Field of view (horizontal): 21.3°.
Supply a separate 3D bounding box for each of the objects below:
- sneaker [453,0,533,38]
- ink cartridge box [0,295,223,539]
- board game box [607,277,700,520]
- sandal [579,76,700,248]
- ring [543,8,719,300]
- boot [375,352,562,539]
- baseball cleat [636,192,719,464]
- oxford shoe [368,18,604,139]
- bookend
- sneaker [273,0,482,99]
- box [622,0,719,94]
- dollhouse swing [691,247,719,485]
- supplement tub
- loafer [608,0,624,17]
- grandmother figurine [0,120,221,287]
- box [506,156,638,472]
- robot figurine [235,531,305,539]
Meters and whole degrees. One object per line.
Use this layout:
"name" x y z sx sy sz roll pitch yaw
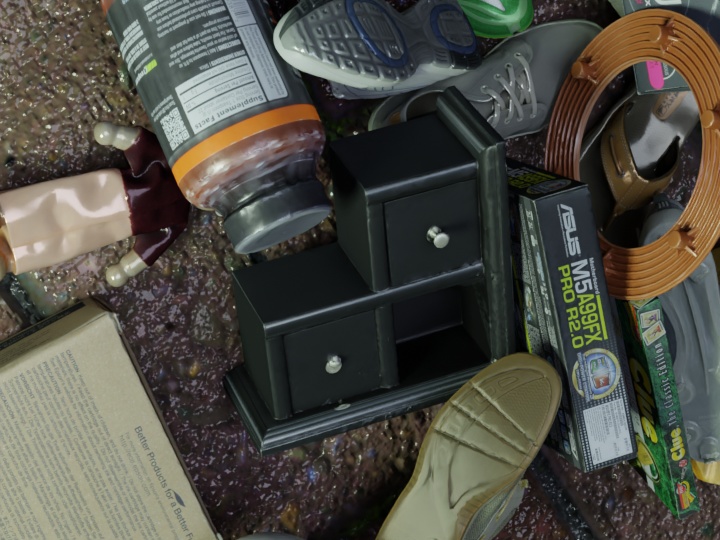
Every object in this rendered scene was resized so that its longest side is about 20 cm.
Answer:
"sneaker" 0.063 -0.248 1.342 0.074 0.084 0.201 -34 109 -10
"ink cartridge box" -0.210 0.144 1.330 0.164 0.075 0.201 -27 106 -13
"board game box" 0.203 0.079 1.407 0.023 0.105 0.201 -25 124 -12
"sandal" 0.211 -0.087 1.435 0.080 0.054 0.201 34 88 -20
"ring" 0.187 -0.081 1.317 0.019 0.200 0.202 6 98 -33
"boot" 0.091 0.139 1.380 0.072 0.155 0.201 35 103 14
"baseball cleat" 0.250 0.039 1.425 0.069 0.107 0.201 -7 112 9
"oxford shoe" 0.101 -0.126 1.392 0.199 0.058 0.076 -23 103 -15
"bookend" 0.000 0.000 1.329 0.197 0.092 0.201 -15 124 -15
"sneaker" 0.003 -0.144 1.299 0.199 0.087 0.075 -2 69 -55
"box" 0.287 -0.210 1.374 0.199 0.106 0.123 -23 106 -40
"dollhouse swing" 0.366 0.081 1.465 0.199 0.182 0.177 14 75 -20
"supplement tub" -0.090 -0.115 1.271 0.106 0.107 0.201 -22 82 -13
"loafer" 0.185 -0.260 1.396 0.063 0.072 0.200 -48 117 -22
"grandmother figurine" -0.164 -0.050 1.322 0.199 0.061 0.122 -13 131 -18
"box" 0.132 0.027 1.375 0.044 0.160 0.201 -15 104 -13
"robot figurine" -0.066 0.259 1.341 0.169 0.113 0.201 -22 149 -24
